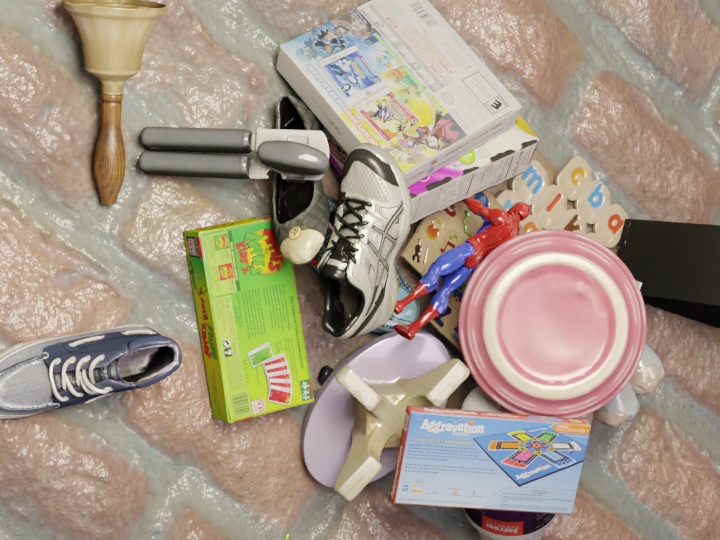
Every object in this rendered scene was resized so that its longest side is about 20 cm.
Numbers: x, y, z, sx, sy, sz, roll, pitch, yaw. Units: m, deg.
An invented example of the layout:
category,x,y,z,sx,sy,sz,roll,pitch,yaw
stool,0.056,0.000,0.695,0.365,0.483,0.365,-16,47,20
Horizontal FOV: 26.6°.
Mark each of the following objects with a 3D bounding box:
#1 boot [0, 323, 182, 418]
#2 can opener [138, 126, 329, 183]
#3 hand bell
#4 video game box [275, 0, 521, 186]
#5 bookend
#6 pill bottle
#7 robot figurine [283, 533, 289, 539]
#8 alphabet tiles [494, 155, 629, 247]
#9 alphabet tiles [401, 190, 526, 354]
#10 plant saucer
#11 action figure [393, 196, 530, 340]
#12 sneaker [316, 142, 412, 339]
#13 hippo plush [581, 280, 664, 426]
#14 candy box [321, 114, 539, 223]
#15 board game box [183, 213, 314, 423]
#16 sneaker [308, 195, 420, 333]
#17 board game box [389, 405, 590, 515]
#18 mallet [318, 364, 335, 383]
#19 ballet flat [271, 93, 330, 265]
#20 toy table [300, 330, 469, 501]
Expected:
category,x,y,z,sx,sy,sz,roll,pitch,yaw
boot,-0.277,0.097,1.495,0.199,0.090,0.073,-19,102,-26
can opener,-0.127,-0.122,1.531,0.198,0.067,0.053,2,75,8
hand bell,-0.248,-0.165,1.511,0.103,0.104,0.202,-3,106,-27
video game box,0.040,-0.194,1.610,0.181,0.047,0.200,-29,69,-27
bookend,0.436,0.013,1.799,0.197,0.199,0.093,17,85,-32
pill bottle,0.167,0.222,1.693,0.112,0.112,0.201,-27,136,-24
robot figurine,-0.107,0.378,1.587,0.174,0.116,0.202,-4,94,-23
alphabet tiles,0.229,-0.029,1.799,0.196,0.015,0.200,-49,113,-16
alphabet tiles,0.133,0.006,1.720,0.200,0.008,0.168,43,67,-27
plant saucer,0.201,0.057,1.591,0.198,0.051,0.203,0,88,2
action figure,0.095,-0.019,1.648,0.199,0.099,0.066,-37,127,-16
sneaker,-0.001,-0.024,1.521,0.087,0.075,0.202,-27,124,-52
hippo plush,0.266,0.080,1.692,0.158,0.161,0.201,28,81,12
candy box,0.074,-0.138,1.647,0.199,0.061,0.137,-25,65,-25
board game box,-0.117,0.049,1.601,0.101,0.048,0.202,-12,99,-27
sneaker,0.000,0.000,1.633,0.200,0.095,0.079,46,73,-23
board game box,0.135,0.197,1.576,0.198,0.019,0.104,6,107,-15
mallet,0.034,0.168,1.699,0.199,0.041,0.066,23,85,-22
ballet flat,-0.071,-0.092,1.568,0.057,0.066,0.201,46,30,-49
toy table,0.030,0.160,1.620,0.183,0.117,0.201,32,91,-16
